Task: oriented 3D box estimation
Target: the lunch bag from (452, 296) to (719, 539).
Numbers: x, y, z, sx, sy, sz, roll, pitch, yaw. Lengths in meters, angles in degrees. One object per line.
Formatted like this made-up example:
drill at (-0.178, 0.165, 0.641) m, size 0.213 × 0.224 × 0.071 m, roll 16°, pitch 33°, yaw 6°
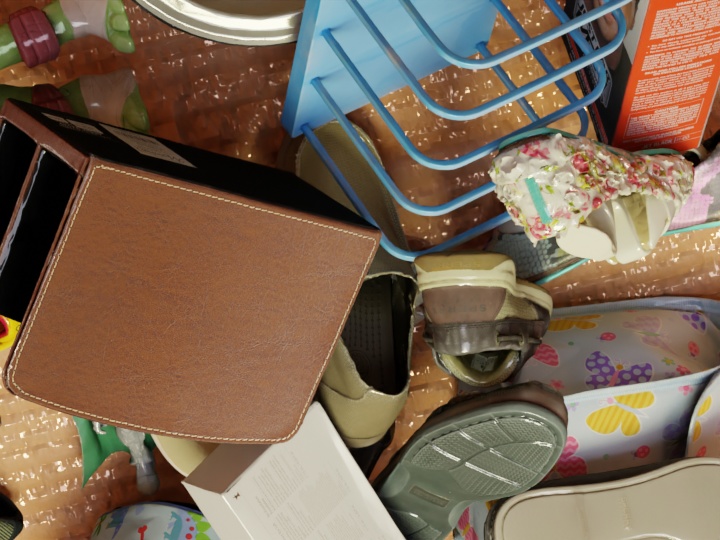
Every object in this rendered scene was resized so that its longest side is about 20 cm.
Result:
lunch bag at (0.166, 0.113, 1.653) m, size 0.199 × 0.127 × 0.170 m, roll -6°, pitch 122°, yaw -16°

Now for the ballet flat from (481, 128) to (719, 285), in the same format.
ballet flat at (0.144, -0.041, 1.587) m, size 0.199 × 0.069 × 0.071 m, roll -19°, pitch 107°, yaw 19°

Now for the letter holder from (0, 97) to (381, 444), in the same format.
letter holder at (-0.113, 0.007, 1.442) m, size 0.199 × 0.100 × 0.143 m, roll 13°, pitch 103°, yaw -39°

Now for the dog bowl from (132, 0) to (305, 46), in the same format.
dog bowl at (-0.057, -0.228, 1.451) m, size 0.199 × 0.074 × 0.201 m, roll -4°, pitch 121°, yaw -6°

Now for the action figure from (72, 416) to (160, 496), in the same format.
action figure at (-0.139, 0.058, 1.582) m, size 0.118 × 0.055 × 0.200 m, roll -32°, pitch 142°, yaw -9°

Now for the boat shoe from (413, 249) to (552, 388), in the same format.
boat shoe at (0.067, 0.034, 1.506) m, size 0.071 × 0.201 × 0.066 m, roll 2°, pitch 80°, yaw 11°

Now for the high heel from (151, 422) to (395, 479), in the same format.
high heel at (-0.059, 0.067, 1.596) m, size 0.071 × 0.143 × 0.200 m, roll -17°, pitch 128°, yaw 40°

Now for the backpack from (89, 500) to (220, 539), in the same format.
backpack at (-0.086, 0.237, 1.652) m, size 0.200 × 0.147 × 0.183 m, roll 31°, pitch 154°, yaw -17°

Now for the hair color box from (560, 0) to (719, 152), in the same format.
hair color box at (0.161, -0.154, 1.454) m, size 0.061 × 0.102 × 0.200 m, roll -11°, pitch 152°, yaw -10°

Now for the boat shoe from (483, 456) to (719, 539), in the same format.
boat shoe at (0.170, 0.147, 1.578) m, size 0.199 × 0.057 × 0.067 m, roll -3°, pitch 86°, yaw -9°

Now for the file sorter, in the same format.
file sorter at (0.057, -0.119, 1.430) m, size 0.138 × 0.123 × 0.200 m, roll -27°, pitch 156°, yaw -23°

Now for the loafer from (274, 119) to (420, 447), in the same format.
loafer at (0.000, 0.000, 1.540) m, size 0.076 × 0.201 × 0.067 m, roll -3°, pitch 167°, yaw -33°

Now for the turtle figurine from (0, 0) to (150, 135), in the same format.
turtle figurine at (-0.212, -0.081, 1.442) m, size 0.193 × 0.200 × 0.145 m, roll -15°, pitch 96°, yaw -9°

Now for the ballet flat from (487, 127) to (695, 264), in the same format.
ballet flat at (0.131, -0.035, 1.456) m, size 0.075 × 0.064 × 0.200 m, roll -24°, pitch 165°, yaw 30°

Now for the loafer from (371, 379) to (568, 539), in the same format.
loafer at (0.057, 0.103, 1.547) m, size 0.072 × 0.063 × 0.200 m, roll 28°, pitch 142°, yaw -16°

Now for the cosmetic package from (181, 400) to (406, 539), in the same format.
cosmetic package at (-0.018, 0.173, 1.541) m, size 0.083 × 0.051 × 0.200 m, roll -44°, pitch 119°, yaw -25°

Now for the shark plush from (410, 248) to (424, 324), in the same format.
shark plush at (-0.046, -0.008, 1.592) m, size 0.199 × 0.091 × 0.084 m, roll 27°, pitch 94°, yaw -17°

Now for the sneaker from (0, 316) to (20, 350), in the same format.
sneaker at (-0.185, 0.010, 1.572) m, size 0.199 × 0.077 × 0.073 m, roll -26°, pitch 119°, yaw 2°

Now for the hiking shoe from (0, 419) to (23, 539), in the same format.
hiking shoe at (-0.262, 0.181, 1.664) m, size 0.100 × 0.076 × 0.201 m, roll -1°, pitch 120°, yaw -3°
